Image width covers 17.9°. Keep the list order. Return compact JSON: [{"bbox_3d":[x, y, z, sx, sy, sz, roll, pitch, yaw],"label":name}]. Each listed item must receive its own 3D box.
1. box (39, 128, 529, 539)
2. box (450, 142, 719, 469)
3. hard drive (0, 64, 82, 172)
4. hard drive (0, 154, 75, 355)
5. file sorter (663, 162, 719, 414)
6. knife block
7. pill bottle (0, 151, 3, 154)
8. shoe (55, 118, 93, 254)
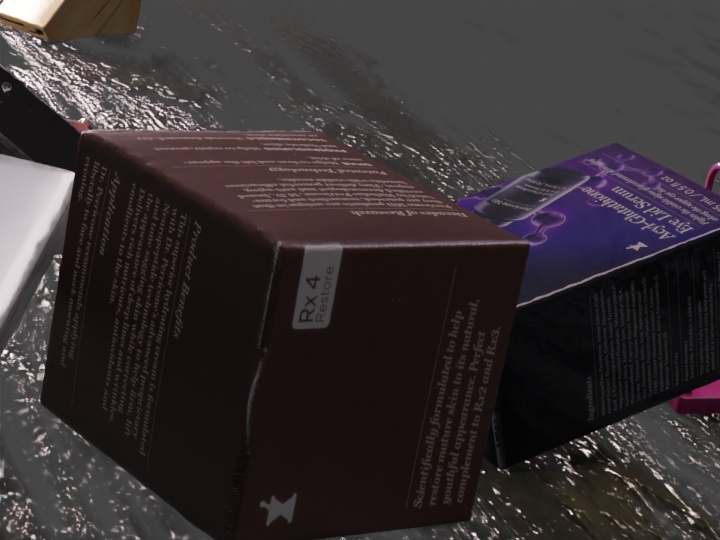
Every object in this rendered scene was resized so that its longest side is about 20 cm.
[{"bbox_3d":[-0.046,0.029,1.225,0.164,0.166,0.200,-1,21,-38],"label":"box"},{"bbox_3d":[0.122,0.017,1.385,0.200,0.104,0.148,-20,30,-25],"label":"box"},{"bbox_3d":[-0.171,-0.052,1.409,0.200,0.038,0.140,41,-9,4],"label":"hard drive"},{"bbox_3d":[-0.247,0.008,1.240,0.132,0.027,0.200,14,47,10],"label":"hard drive"},{"bbox_3d":[0.290,0.006,1.524,0.200,0.126,0.139,0,30,-16],"label":"file sorter"},{"bbox_3d":[-0.257,-0.318,2.226,0.064,0.176,0.200,19,19,29],"label":"knife block"},{"bbox_3d":[-0.320,-0.050,1.402,0.200,0.116,0.116,18,18,24],"label":"pill bottle"},{"bbox_3d":[-0.172,-0.055,1.534,0.200,0.091,0.071,3,3,-22],"label":"shoe"}]
